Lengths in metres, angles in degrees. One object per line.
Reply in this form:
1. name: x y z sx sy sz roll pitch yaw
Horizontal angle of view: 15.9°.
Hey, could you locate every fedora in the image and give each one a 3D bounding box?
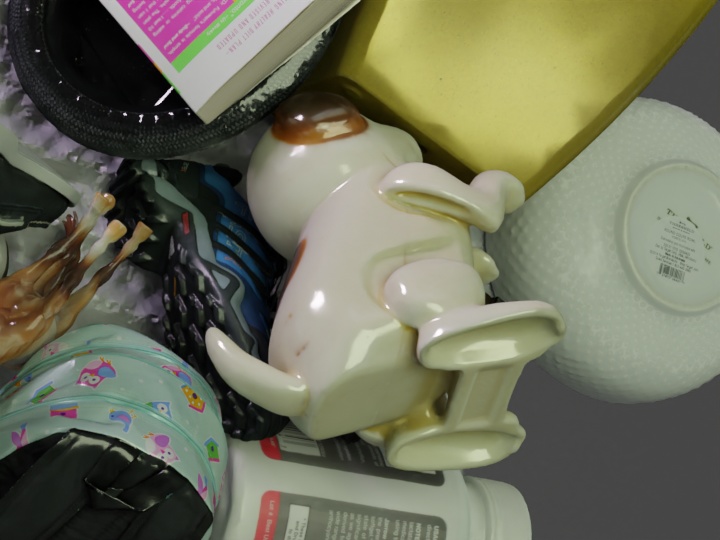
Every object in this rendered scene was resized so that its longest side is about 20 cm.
1. fedora: -0.100 -0.144 1.489 0.200 0.092 0.201 -2 74 7

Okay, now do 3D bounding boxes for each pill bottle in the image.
1. pill bottle: -0.005 0.149 1.503 0.200 0.111 0.111 11 78 -25

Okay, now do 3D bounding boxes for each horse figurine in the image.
1. horse figurine: -0.176 0.013 1.398 0.133 0.200 0.050 -45 92 1

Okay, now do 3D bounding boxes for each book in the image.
1. book: -0.100 -0.197 1.430 0.134 0.048 0.200 -40 73 1

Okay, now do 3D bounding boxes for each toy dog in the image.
1. toy dog: 0.000 0.000 1.412 0.194 0.140 0.200 -11 53 -10

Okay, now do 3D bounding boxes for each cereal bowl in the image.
1. cereal bowl: 0.184 -0.017 1.641 0.200 0.083 0.201 4 81 -28

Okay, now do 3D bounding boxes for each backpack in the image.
1. backpack: -0.161 0.126 1.376 0.167 0.200 0.127 31 34 -23

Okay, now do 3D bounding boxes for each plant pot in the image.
1. plant pot: 0.056 -0.139 1.531 0.200 0.200 0.177 35 73 -19

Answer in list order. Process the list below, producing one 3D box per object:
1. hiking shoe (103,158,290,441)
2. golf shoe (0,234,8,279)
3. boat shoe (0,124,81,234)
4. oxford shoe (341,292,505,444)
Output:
1. hiking shoe: -0.071 0.007 1.469 0.087 0.074 0.200 -6 54 -32
2. golf shoe: -0.247 -0.071 1.418 0.078 0.094 0.200 -34 101 -28
3. boat shoe: -0.204 -0.049 1.349 0.076 0.200 0.060 32 87 18
4. oxford shoe: 0.025 0.033 1.530 0.084 0.073 0.200 46 26 13
